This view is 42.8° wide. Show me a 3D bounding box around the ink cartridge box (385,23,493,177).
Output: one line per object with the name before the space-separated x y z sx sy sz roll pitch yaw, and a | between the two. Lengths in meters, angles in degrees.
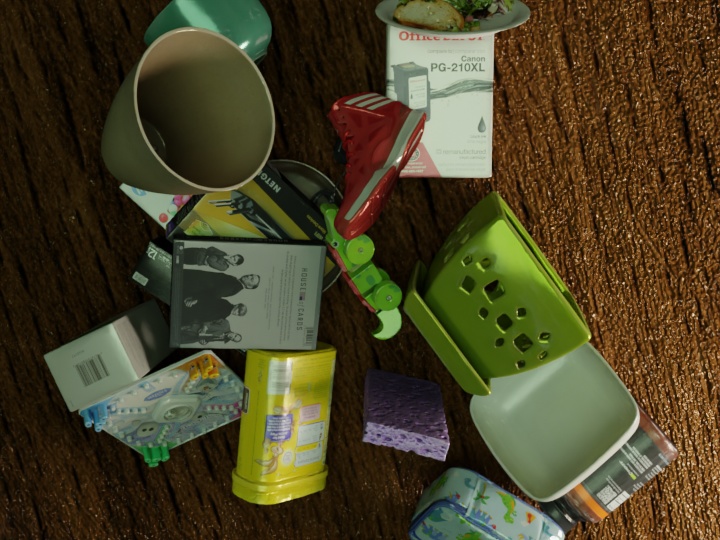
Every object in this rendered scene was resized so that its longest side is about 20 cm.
ink cartridge box | 0.104 -0.230 1.228 0.141 0.084 0.205 0 100 2

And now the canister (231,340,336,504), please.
canister | -0.103 0.205 1.281 0.085 0.147 0.205 12 99 40

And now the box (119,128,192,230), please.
box | -0.203 -0.106 1.252 0.200 0.041 0.156 42 98 -4

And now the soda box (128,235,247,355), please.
soda box | -0.221 0.034 1.290 0.198 0.071 0.064 34 98 -4

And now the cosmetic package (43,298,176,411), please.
cosmetic package | -0.331 0.110 1.241 0.106 0.200 0.086 -25 96 4

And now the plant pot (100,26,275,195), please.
plant pot | -0.235 -0.170 1.117 0.198 0.186 0.191 -12 103 49

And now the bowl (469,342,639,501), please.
bowl | 0.270 0.199 1.266 0.199 0.074 0.201 -42 52 8

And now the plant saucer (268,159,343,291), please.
plant saucer | -0.108 -0.054 1.292 0.195 0.032 0.205 0 99 3

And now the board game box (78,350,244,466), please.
board game box | -0.253 0.198 1.270 0.197 0.201 0.026 -25 56 5

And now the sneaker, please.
sneaker | -0.007 -0.139 1.153 0.114 0.079 0.202 28 63 11

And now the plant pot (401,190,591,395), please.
plant pot | 0.168 0.037 1.219 0.180 0.199 0.201 -36 97 13

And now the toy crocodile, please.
toy crocodile | 0.000 0.000 1.195 0.061 0.068 0.202 -33 116 -4

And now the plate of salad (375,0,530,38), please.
plate of salad | 0.116 -0.337 1.155 0.195 0.201 0.049 -1 121 2

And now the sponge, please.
sponge | 0.059 0.189 1.243 0.109 0.200 0.030 13 104 -2

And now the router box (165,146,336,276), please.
router box | -0.133 -0.045 1.209 0.157 0.052 0.199 -46 115 7

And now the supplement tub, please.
supplement tub | 0.340 0.279 1.295 0.199 0.107 0.107 -42 96 8

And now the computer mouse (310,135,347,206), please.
computer mouse | -0.024 -0.136 1.252 0.058 0.034 0.203 22 101 -24

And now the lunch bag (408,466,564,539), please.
lunch bag | 0.175 0.374 1.297 0.198 0.083 0.161 31 143 -2

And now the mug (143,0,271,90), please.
mug | -0.194 -0.299 1.207 0.152 0.185 0.115 -43 98 -19

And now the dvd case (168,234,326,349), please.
dvd case | -0.148 0.031 1.194 0.195 0.025 0.153 2 112 -14
